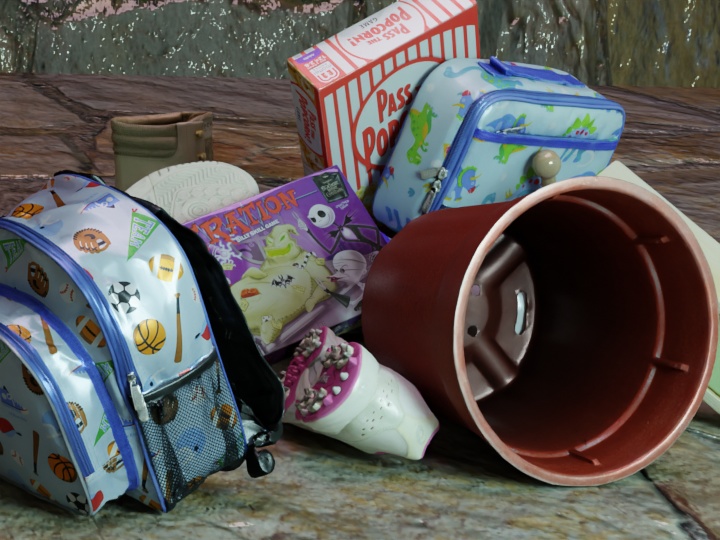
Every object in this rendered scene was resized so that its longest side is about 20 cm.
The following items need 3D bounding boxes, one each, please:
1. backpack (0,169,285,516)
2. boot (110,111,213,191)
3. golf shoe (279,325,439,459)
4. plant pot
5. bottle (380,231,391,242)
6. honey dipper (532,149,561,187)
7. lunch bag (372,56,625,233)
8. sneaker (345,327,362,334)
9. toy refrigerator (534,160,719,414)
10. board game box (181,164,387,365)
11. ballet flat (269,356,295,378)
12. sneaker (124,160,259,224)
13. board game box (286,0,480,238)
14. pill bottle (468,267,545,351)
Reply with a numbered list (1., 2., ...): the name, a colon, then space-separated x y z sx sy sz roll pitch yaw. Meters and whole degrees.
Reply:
1. backpack: -0.169 0.043 1.337 0.200 0.191 0.154 13 31 41
2. boot: -0.129 -0.064 1.977 0.200 0.156 0.073 3 11 1
3. golf shoe: -0.006 0.091 1.499 0.091 0.075 0.200 32 -1 -12
4. plant pot: 0.106 0.033 1.504 0.200 0.201 0.195 -2 5 -26
5. bottle: 0.000 0.000 1.725 0.200 0.065 0.083 30 -13 -35
6. honey dipper: 0.158 -0.020 1.763 0.038 0.200 0.038 -5 43 5
7. lunch bag: 0.113 -0.087 1.753 0.200 0.161 0.082 2 29 -48
8. sneaker: -0.011 0.006 1.885 0.202 0.077 0.146 4 16 -46
9. toy refrigerator: 0.230 0.019 1.595 0.200 0.076 0.070 41 37 10
10. board game box: -0.071 0.006 1.602 0.200 0.032 0.120 -23 67 -29
11. ballet flat: -0.116 0.058 1.601 0.200 0.062 0.067 1 12 -15
12. sneaker: -0.163 0.001 1.667 0.200 0.111 0.077 -34 59 -26
13. board game box: 0.024 -0.116 1.744 0.151 0.200 0.046 -31 52 -19
14. pill bottle: 0.128 0.026 1.685 0.200 0.120 0.120 0 12 -21
